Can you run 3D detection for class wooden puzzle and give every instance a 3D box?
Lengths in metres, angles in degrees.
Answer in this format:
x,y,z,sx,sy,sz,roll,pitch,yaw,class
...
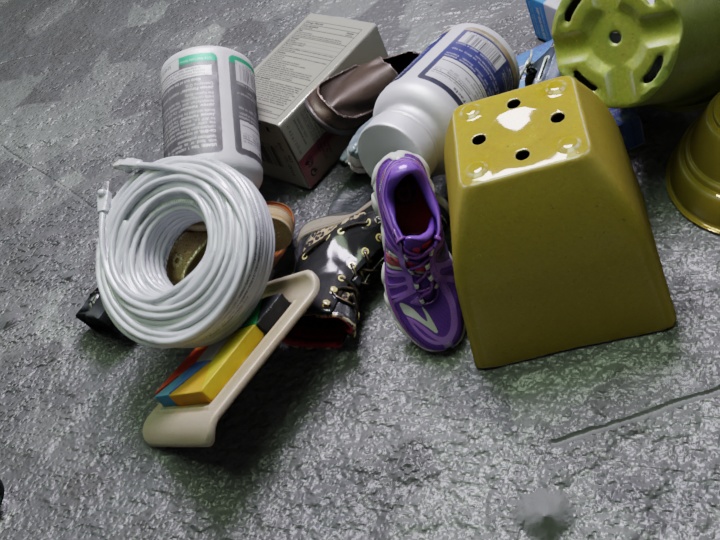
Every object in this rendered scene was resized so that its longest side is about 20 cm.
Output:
x,y,z,sx,sy,sz,roll,pitch,yaw,class
-0.139,0.087,1.012,0.184,0.037,0.201,-16,36,58,wooden puzzle

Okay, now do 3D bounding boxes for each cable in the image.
x,y,z,sx,sy,sz,roll,pitch,yaw,class
-0.181,-0.018,1.013,0.198,0.069,0.202,-1,75,26,cable

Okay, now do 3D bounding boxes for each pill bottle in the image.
x,y,z,sx,sy,sz,roll,pitch,yaw,class
-0.170,-0.143,1.142,0.112,0.113,0.202,-12,69,16,pill bottle
0.081,-0.170,1.060,0.110,0.112,0.200,10,42,34,pill bottle

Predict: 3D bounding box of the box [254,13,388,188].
x,y,z,sx,sy,sz,roll,pitch,yaw,class
-0.064,-0.220,1.275,0.127,0.109,0.200,21,60,40,box

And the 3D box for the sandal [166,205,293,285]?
x,y,z,sx,sy,sz,roll,pitch,yaw,class
-0.173,-0.010,1.073,0.210,0.078,0.070,-16,39,18,sandal

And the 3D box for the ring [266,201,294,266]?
x,y,z,sx,sy,sz,roll,pitch,yaw,class
-0.164,-0.016,1.163,0.199,0.019,0.201,-25,31,16,ring

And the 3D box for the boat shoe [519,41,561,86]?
x,y,z,sx,sy,sz,roll,pitch,yaw,class
0.205,-0.202,1.087,0.061,0.075,0.202,7,61,16,boat shoe

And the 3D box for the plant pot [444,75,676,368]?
x,y,z,sx,sy,sz,roll,pitch,yaw,class
0.168,-0.061,0.935,0.193,0.201,0.196,-14,44,15,plant pot

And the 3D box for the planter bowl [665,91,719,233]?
x,y,z,sx,sy,sz,roll,pitch,yaw,class
0.395,-0.132,0.974,0.198,0.084,0.202,-15,44,15,planter bowl

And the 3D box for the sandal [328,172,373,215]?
x,y,z,sx,sy,sz,roll,pitch,yaw,class
0.024,-0.132,1.189,0.075,0.048,0.201,7,51,30,sandal

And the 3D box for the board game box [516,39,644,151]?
x,y,z,sx,sy,sz,roll,pitch,yaw,class
0.191,-0.173,1.148,0.198,0.044,0.200,-25,42,2,board game box

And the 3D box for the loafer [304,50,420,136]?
x,y,z,sx,sy,sz,roll,pitch,yaw,class
0.011,-0.224,1.190,0.073,0.071,0.199,46,46,9,loafer

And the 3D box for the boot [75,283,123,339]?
x,y,z,sx,sy,sz,roll,pitch,yaw,class
-0.280,-0.015,1.221,0.165,0.065,0.202,-10,54,66,boot

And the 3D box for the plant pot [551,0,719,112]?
x,y,z,sx,sy,sz,roll,pitch,yaw,class
0.289,-0.242,0.994,0.199,0.203,0.184,12,25,35,plant pot

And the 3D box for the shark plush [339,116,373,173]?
x,y,z,sx,sy,sz,roll,pitch,yaw,class
0.054,-0.179,1.135,0.091,0.084,0.200,36,71,29,shark plush

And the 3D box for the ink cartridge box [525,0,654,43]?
x,y,z,sx,sy,sz,roll,pitch,yaw,class
0.308,-0.309,1.201,0.115,0.068,0.200,-37,43,-9,ink cartridge box

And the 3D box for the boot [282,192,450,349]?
x,y,z,sx,sy,sz,roll,pitch,yaw,class
0.000,0.000,1.047,0.198,0.073,0.152,-12,44,31,boot

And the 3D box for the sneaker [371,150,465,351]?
x,y,z,sx,sy,sz,roll,pitch,yaw,class
0.052,-0.013,0.957,0.080,0.202,0.083,-17,13,1,sneaker

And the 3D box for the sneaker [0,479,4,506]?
x,y,z,sx,sy,sz,roll,pitch,yaw,class
-0.465,0.273,1.032,0.200,0.075,0.087,-45,40,-17,sneaker
